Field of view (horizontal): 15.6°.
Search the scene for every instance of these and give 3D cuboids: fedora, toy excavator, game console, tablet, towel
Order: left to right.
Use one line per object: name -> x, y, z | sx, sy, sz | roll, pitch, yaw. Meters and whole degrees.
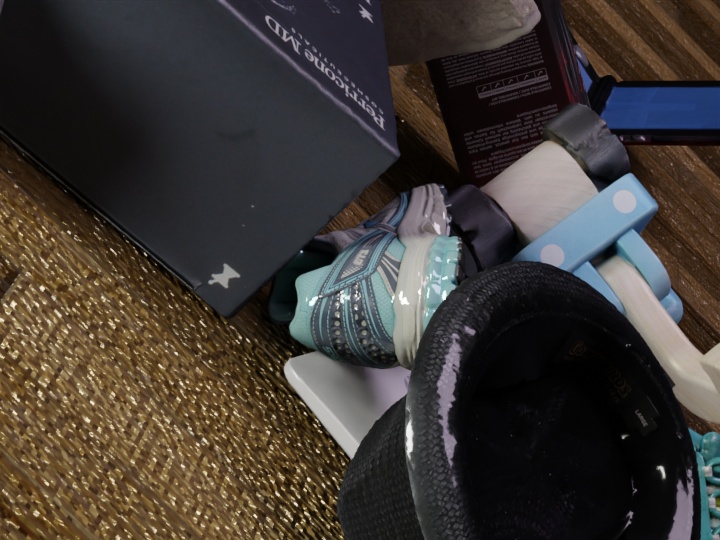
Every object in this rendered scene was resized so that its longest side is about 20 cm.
towel -> -0.021, -0.155, 1.324 | 0.133, 0.200, 0.034 | 48, 53, -34
tablet -> 0.040, 0.080, 1.244 | 0.130, 0.014, 0.200 | 50, 18, 9
fedora -> 0.058, 0.093, 1.099 | 0.201, 0.092, 0.201 | 25, 57, -44
game console -> 0.186, -0.155, 1.877 | 0.172, 0.119, 0.200 | 57, 17, -7
toy excavator -> 0.131, 0.020, 1.298 | 0.200, 0.100, 0.194 | 51, -19, 8

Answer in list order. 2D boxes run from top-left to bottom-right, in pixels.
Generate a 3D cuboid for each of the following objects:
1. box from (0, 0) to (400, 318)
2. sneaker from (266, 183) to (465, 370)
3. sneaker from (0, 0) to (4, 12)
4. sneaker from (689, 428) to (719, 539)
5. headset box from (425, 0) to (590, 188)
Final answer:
box -> -0.092, -0.117, 1.190 | 0.197, 0.117, 0.200 | 40, 21, -22
sneaker -> 0.000, 0.000, 1.219 | 0.086, 0.078, 0.200 | 2, 6, -3
sneaker -> -0.200, -0.157, 1.041 | 0.074, 0.081, 0.200 | -25, 76, -50
sneaker -> 0.164, 0.122, 1.331 | 0.200, 0.080, 0.078 | 56, 20, 21
headset box -> 0.091, -0.093, 1.514 | 0.149, 0.075, 0.200 | -76, 150, -71
